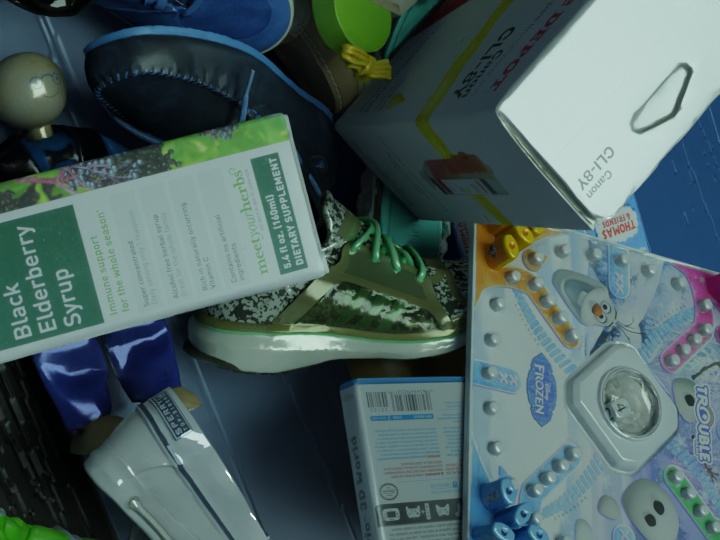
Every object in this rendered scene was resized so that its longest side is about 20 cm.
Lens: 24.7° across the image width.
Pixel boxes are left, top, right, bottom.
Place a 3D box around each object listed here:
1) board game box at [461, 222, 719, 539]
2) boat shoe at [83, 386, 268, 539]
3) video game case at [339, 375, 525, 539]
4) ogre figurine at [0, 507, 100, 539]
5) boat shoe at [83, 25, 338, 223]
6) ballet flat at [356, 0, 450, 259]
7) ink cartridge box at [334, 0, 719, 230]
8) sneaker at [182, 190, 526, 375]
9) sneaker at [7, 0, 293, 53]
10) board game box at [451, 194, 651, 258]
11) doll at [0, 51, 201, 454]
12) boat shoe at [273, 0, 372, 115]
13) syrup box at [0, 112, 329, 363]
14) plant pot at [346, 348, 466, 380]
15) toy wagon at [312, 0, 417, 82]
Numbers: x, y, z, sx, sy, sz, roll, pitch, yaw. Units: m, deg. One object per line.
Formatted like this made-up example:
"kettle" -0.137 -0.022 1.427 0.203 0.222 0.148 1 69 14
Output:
"board game box" 0.150 0.073 0.907 0.200 0.026 0.200 15 63 -24
"boat shoe" -0.090 0.135 0.853 0.065 0.074 0.200 -33 137 -11
"video game case" 0.064 0.154 0.856 0.143 0.018 0.200 2 72 -38
"ogre figurine" -0.183 0.188 0.762 0.200 0.098 0.120 -49 130 -22
"boat shoe" -0.065 -0.073 0.866 0.200 0.084 0.069 17 64 -52
"ballet flat" 0.027 -0.086 0.982 0.072 0.072 0.200 13 88 -42
"ink cartridge box" 0.093 -0.102 0.864 0.083 0.200 0.145 46 75 -19
"sneaker" 0.000 0.000 0.900 0.200 0.077 0.089 -8 113 -17
"sneaker" -0.115 -0.149 0.802 0.200 0.111 0.077 31 110 -26
"board game box" 0.111 -0.079 1.071 0.151 0.037 0.200 -18 93 -42
"doll" -0.143 -0.014 0.838 0.136 0.048 0.200 -23 98 -34
"boat shoe" -0.064 -0.161 0.909 0.069 0.074 0.200 -42 118 -20
"syrup box" -0.125 -0.009 0.768 0.200 0.081 0.079 -15 92 -11
"plant pot" 0.075 0.090 0.967 0.200 0.027 0.200 37 25 -20
"toy wagon" -0.005 -0.197 0.889 0.155 0.040 0.200 17 71 -46
